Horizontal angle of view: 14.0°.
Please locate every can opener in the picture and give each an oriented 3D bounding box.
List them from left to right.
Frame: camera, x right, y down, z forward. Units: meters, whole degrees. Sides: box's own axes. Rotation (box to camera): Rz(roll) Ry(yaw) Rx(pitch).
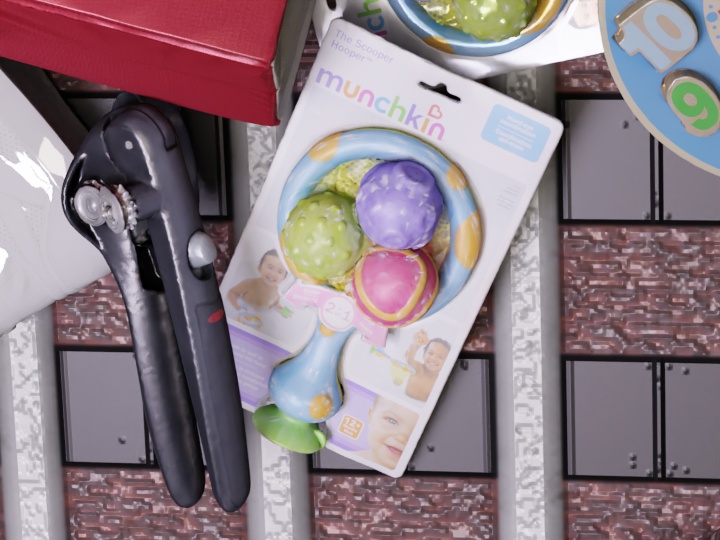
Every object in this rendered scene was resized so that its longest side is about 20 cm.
[{"bbox_3d":[-0.083,0.017,1.342,0.063,0.078,0.201,-2,105,45],"label":"can opener"}]

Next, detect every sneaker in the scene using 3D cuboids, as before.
[{"bbox_3d":[-0.200,-0.062,1.380,0.115,0.074,0.200,-33,98,14],"label":"sneaker"}]

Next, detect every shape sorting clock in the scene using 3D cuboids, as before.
[{"bbox_3d":[0.202,-0.120,1.280,0.199,0.039,0.201,1,120,1],"label":"shape sorting clock"}]

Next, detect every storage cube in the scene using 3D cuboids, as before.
[{"bbox_3d":[-0.099,-0.173,1.248,0.179,0.171,0.201,14,84,1],"label":"storage cube"}]

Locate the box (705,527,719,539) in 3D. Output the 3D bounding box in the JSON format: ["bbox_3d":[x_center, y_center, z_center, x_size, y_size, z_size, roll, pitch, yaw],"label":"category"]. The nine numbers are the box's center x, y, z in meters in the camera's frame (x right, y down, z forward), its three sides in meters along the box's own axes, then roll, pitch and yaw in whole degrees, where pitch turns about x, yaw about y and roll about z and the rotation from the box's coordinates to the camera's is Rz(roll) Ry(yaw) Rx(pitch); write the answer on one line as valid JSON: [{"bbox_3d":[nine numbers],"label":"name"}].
[{"bbox_3d":[0.163,0.196,1.380,0.200,0.075,0.100,-42,94,20],"label":"box"}]

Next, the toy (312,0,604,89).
[{"bbox_3d":[0.065,-0.145,1.320,0.199,0.047,0.116,-12,100,13],"label":"toy"}]

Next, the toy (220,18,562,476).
[{"bbox_3d":[0.000,0.000,1.350,0.115,0.047,0.201,24,118,1],"label":"toy"}]
